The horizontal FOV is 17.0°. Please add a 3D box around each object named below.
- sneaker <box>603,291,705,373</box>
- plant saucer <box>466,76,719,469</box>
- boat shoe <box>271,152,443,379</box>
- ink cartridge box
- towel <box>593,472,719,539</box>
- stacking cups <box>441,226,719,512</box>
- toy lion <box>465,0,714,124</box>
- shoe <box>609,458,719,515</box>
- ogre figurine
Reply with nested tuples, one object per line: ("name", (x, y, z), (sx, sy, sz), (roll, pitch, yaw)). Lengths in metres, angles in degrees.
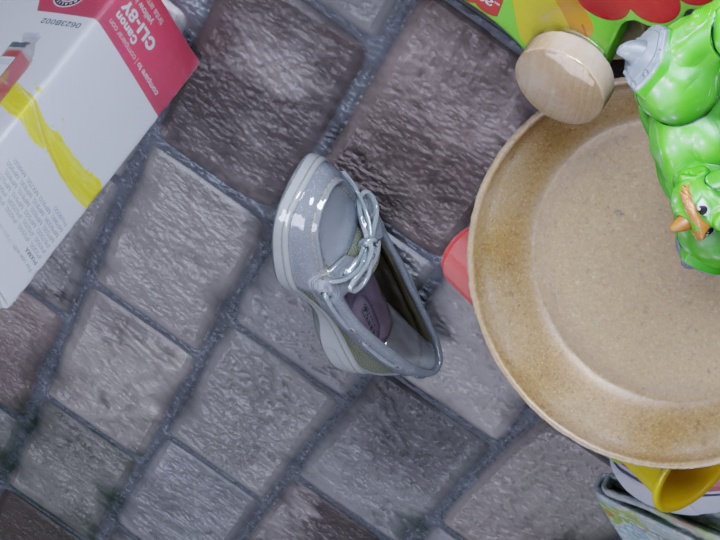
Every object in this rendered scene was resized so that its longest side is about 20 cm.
("sneaker", (0.141, 0.009, 1.269), (0.199, 0.082, 0.077), (24, 150, 20))
("plant saucer", (0.152, -0.001, 1.207), (0.199, 0.035, 0.202), (7, 107, 22))
("boat shoe", (0.000, 0.002, 1.428), (0.064, 0.075, 0.202), (14, 150, 23))
("ink cartridge box", (-0.211, -0.084, 1.378), (0.145, 0.200, 0.084), (10, 144, 38))
("towel", (0.242, 0.194, 1.459), (0.171, 0.048, 0.200), (23, 156, 46))
("stacking cups", (0.123, 0.045, 1.323), (0.200, 0.060, 0.061), (47, 163, 34))
("toy lion", (0.079, -0.172, 1.088), (0.199, 0.069, 0.192), (30, 145, 9))
("shoe", (0.215, 0.083, 1.324), (0.199, 0.072, 0.091), (2, 136, 39))
("ogre figurine", (0.188, -0.060, 1.083), (0.119, 0.099, 0.200), (-14, 152, 11))
